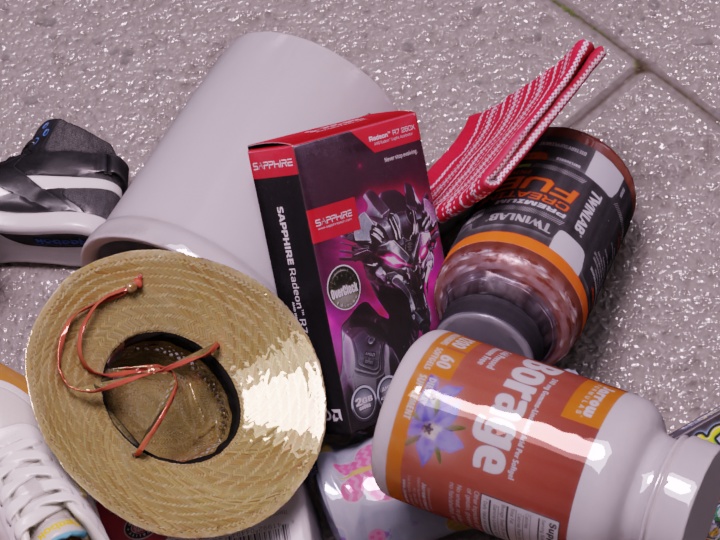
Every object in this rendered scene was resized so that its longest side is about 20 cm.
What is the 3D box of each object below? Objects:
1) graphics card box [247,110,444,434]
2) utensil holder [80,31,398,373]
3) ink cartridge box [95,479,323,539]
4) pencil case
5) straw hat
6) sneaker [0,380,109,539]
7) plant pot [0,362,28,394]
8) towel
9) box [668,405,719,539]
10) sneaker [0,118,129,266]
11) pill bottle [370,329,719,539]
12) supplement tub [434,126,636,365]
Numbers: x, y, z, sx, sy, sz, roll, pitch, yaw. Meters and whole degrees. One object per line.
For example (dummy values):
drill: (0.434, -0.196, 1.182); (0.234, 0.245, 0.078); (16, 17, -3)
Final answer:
graphics card box: (0.000, 0.000, 1.450); (0.051, 0.201, 0.125); (-3, 11, 44)
utensil holder: (-0.077, -0.046, 1.525); (0.170, 0.170, 0.200); (19, 62, 21)
ink cartridge box: (-0.089, 0.239, 1.392); (0.145, 0.083, 0.200); (-12, 56, 3)
pencil case: (0.066, 0.131, 1.435); (0.199, 0.083, 0.091); (-16, 30, 0)
straw hat: (-0.128, 0.088, 1.398); (0.200, 0.085, 0.202); (7, 67, -18)
sneaker: (-0.197, 0.150, 1.340); (0.076, 0.081, 0.200); (-27, 76, -17)
plant pot: (-0.293, 0.126, 1.453); (0.183, 0.200, 0.201); (17, 61, 3)
towel: (0.087, -0.085, 1.519); (0.022, 0.200, 0.145); (42, 67, -7)
box: (0.248, 0.144, 1.391); (0.200, 0.035, 0.110); (-29, 88, -8)
sneaker: (-0.274, -0.065, 1.639); (0.199, 0.073, 0.112); (6, 55, 5)
pill bottle: (0.117, 0.116, 1.316); (0.199, 0.112, 0.112); (18, 62, 20)
supplement tub: (0.115, -0.004, 1.467); (0.107, 0.107, 0.200); (11, 41, 17)
